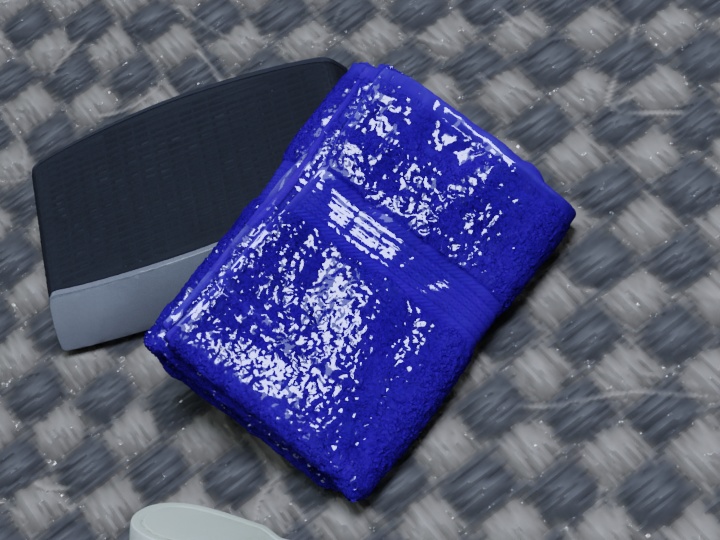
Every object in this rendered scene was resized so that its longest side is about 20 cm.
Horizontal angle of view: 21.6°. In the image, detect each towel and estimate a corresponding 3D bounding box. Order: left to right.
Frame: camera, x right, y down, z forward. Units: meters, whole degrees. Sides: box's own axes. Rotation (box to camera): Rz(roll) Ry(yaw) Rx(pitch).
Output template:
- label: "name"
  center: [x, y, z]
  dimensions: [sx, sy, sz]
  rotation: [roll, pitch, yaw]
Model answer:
- label: "towel"
  center: [0.000, 0.000, 0.965]
  dimensions: [0.147, 0.050, 0.200]
  rotation: [34, 76, 12]

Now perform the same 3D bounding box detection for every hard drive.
- label: "hard drive"
  center: [-0.090, -0.043, 1.059]
  dimensions: [0.199, 0.042, 0.135]
  rotation: [-19, 53, 7]

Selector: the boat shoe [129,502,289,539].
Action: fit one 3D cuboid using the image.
- label: "boat shoe"
  center: [-0.025, 0.171, 0.895]
  dimensions: [0.199, 0.073, 0.062]
  rotation: [18, 108, 22]
